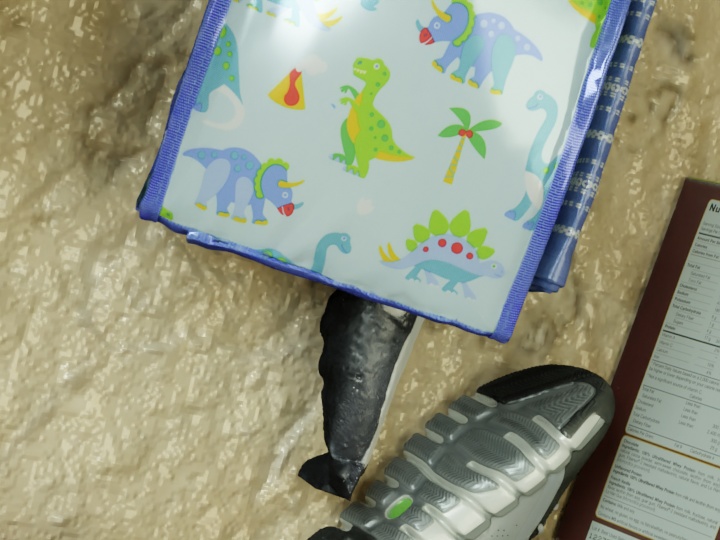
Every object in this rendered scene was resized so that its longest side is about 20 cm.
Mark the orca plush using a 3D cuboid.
[{"bbox_3d":[0.000,0.000,1.157,0.105,0.071,0.202,-24,133,-79],"label":"orca plush"}]

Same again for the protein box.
[{"bbox_3d":[0.240,0.085,1.285,0.198,0.135,0.201,22,87,-36],"label":"protein box"}]

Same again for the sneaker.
[{"bbox_3d":[0.052,0.140,1.209,0.199,0.075,0.116,-36,124,-13],"label":"sneaker"}]

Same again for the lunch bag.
[{"bbox_3d":[0.014,-0.088,1.057,0.169,0.127,0.202,18,80,-4],"label":"lunch bag"}]

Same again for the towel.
[{"bbox_3d":[0.094,-0.084,1.143,0.024,0.145,0.202,18,86,-11],"label":"towel"}]
